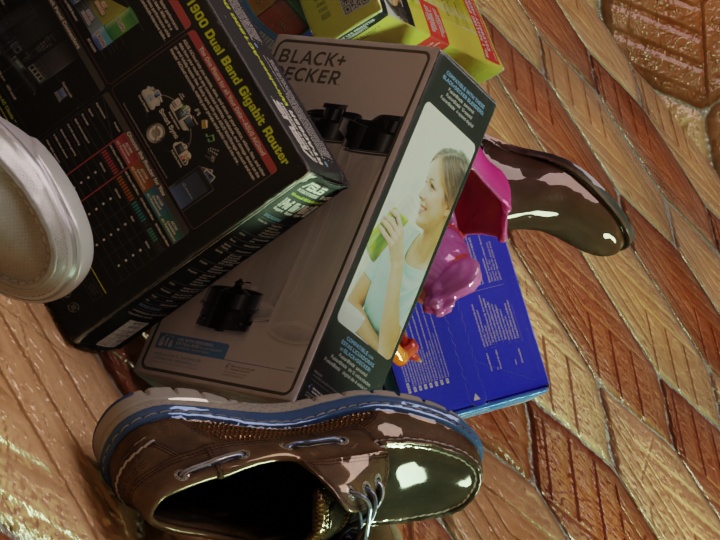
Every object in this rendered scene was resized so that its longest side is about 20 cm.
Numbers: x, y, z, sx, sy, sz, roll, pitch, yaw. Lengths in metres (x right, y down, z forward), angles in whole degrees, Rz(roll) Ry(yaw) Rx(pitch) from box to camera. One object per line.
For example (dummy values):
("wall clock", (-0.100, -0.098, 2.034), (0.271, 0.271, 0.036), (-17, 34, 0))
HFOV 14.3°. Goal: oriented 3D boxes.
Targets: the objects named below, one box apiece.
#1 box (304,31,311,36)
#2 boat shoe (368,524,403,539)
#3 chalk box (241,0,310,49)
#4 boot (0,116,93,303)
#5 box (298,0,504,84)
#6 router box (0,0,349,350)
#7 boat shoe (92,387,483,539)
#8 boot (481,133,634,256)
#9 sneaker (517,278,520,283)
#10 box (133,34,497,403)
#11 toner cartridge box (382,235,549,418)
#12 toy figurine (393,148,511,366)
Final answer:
("box", (-0.011, -0.095, 1.816), (0.121, 0.048, 0.201), (4, 55, -32))
("boat shoe", (-0.019, 0.157, 1.382), (0.065, 0.071, 0.200), (48, 17, -28))
("chalk box", (-0.110, -0.180, 1.737), (0.124, 0.124, 0.200), (48, 16, -28))
("boot", (-0.206, -0.054, 1.273), (0.200, 0.074, 0.096), (46, 21, -3))
("box", (0.021, -0.158, 1.759), (0.200, 0.050, 0.076), (19, 47, -65))
("router box", (-0.120, -0.084, 1.433), (0.201, 0.150, 0.062), (59, 14, 14))
("boat shoe", (-0.026, 0.104, 1.352), (0.199, 0.073, 0.073), (2, 36, -25))
("boot", (0.055, 0.009, 1.729), (0.186, 0.201, 0.064), (31, -25, -12))
("sneaker", (0.034, 0.037, 1.819), (0.075, 0.077, 0.199), (18, 10, 37))
("box", (-0.023, -0.018, 1.464), (0.116, 0.201, 0.060), (10, -21, 41))
("toner cartridge box", (0.034, -0.011, 1.672), (0.043, 0.094, 0.201), (144, -69, -68))
("toy figurine", (0.000, 0.000, 1.556), (0.150, 0.184, 0.201), (46, 18, -43))
